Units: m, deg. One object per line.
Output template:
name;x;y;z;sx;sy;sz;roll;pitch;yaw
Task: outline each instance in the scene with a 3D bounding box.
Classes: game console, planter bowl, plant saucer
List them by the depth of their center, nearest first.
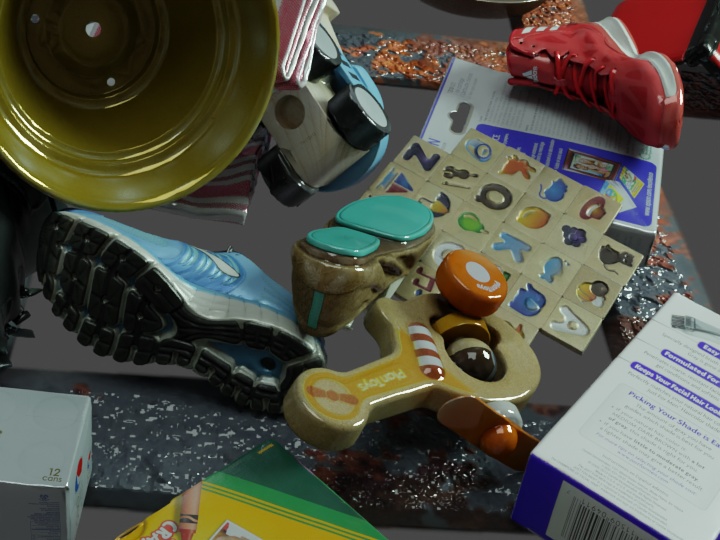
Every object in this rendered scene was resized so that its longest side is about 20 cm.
planter bowl;-0.157;-0.145;0.719;0.199;0.203;0.083;-14;26;-27
game console;0.338;-0.209;1.153;0.172;0.119;0.200;44;41;-8
plant saucer;0.118;-0.320;1.227;0.198;0.035;0.201;6;39;-5

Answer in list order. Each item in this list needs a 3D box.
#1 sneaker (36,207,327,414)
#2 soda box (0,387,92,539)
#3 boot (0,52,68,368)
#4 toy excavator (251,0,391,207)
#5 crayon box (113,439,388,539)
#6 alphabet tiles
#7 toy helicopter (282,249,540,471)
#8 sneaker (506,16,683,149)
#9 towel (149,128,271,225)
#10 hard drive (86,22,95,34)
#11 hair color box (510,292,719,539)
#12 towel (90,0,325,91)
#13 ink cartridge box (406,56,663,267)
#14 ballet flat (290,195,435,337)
sneaker;-0.112;0.019;0.731;0.199;0.079;0.090;28;25;-5
soda box;-0.246;0.101;0.606;0.198;0.064;0.068;7;38;-5
boot;-0.246;-0.051;0.692;0.073;0.200;0.163;-12;24;12
toy excavator;-0.038;-0.156;0.933;0.195;0.100;0.200;56;22;7
crayon box;-0.077;0.179;0.551;0.118;0.059;0.199;35;45;28
alphabet tiles;0.096;-0.023;0.836;0.199;0.006;0.167;29;58;16
toy helicopter;0.038;0.071;0.677;0.199;0.079;0.133;-14;56;-46
sneaker;0.184;-0.151;0.950;0.114;0.079;0.200;-5;27;-6
towel;-0.145;-0.113;0.918;0.145;0.030;0.201;9;39;0
hard drive;-0.179;-0.151;0.906;0.130;0.026;0.201;-11;37;10
hair color box;0.190;0.105;0.700;0.109;0.065;0.200;30;45;24
towel;-0.113;-0.180;0.836;0.198;0.030;0.148;-1;55;26
ink cartridge box;0.149;-0.096;0.951;0.198;0.044;0.199;16;39;6
ballet flat;0.000;0.000;0.753;0.067;0.073;0.200;17;16;10
